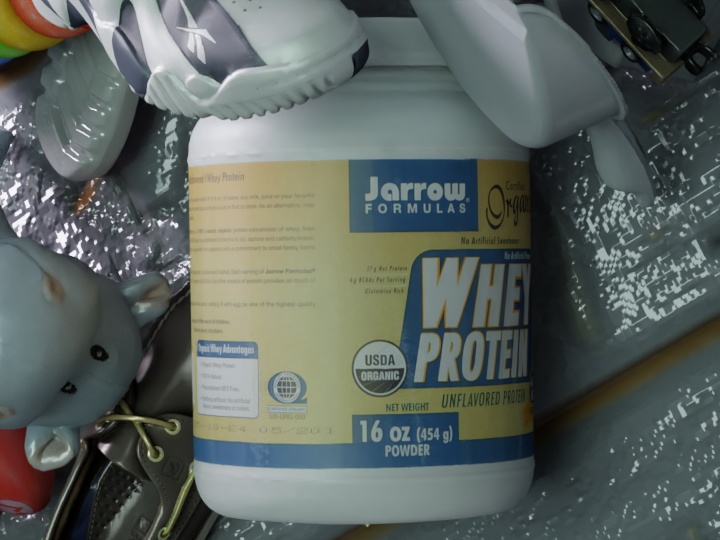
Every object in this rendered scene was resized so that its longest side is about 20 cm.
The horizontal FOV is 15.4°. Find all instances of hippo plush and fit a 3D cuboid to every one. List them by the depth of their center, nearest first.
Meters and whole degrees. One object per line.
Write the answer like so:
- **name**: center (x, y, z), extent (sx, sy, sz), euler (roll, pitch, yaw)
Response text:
- **hippo plush**: center (-0.185, 0.025, 1.182), extent (0.161, 0.200, 0.160), euler (39, 91, 16)

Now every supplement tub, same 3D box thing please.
- **supplement tub**: center (0.000, 0.000, 1.112), extent (0.144, 0.144, 0.201), euler (-1, 91, 31)

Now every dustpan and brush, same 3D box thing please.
- **dustpan and brush**: center (0.071, -0.080, 1.033), extent (0.057, 0.200, 0.140), euler (-33, 46, -8)

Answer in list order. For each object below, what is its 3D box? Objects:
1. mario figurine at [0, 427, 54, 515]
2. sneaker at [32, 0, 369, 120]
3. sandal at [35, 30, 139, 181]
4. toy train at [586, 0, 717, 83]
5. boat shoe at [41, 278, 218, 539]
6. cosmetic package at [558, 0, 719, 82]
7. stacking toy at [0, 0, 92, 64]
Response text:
- **mario figurine**: center (-0.242, 0.091, 1.269), extent (0.199, 0.124, 0.107), euler (11, 118, 15)
- **sneaker**: center (-0.077, -0.144, 1.022), extent (0.199, 0.079, 0.130), euler (38, 149, 50)
- **sandal**: center (-0.096, -0.131, 1.227), extent (0.083, 0.050, 0.203), euler (56, 129, 34)
- **toy train**: center (0.062, -0.147, 1.020), extent (0.034, 0.046, 0.200), euler (-40, 82, -17)
- **boat shoe**: center (-0.097, 0.088, 1.220), extent (0.072, 0.059, 0.201), euler (32, 106, 27)
- **cosmetic package**: center (0.061, -0.155, 1.110), extent (0.200, 0.082, 0.051), euler (39, 109, 24)
- **stacking toy**: center (-0.158, -0.127, 1.213), extent (0.199, 0.085, 0.086), euler (-1, 90, 46)
